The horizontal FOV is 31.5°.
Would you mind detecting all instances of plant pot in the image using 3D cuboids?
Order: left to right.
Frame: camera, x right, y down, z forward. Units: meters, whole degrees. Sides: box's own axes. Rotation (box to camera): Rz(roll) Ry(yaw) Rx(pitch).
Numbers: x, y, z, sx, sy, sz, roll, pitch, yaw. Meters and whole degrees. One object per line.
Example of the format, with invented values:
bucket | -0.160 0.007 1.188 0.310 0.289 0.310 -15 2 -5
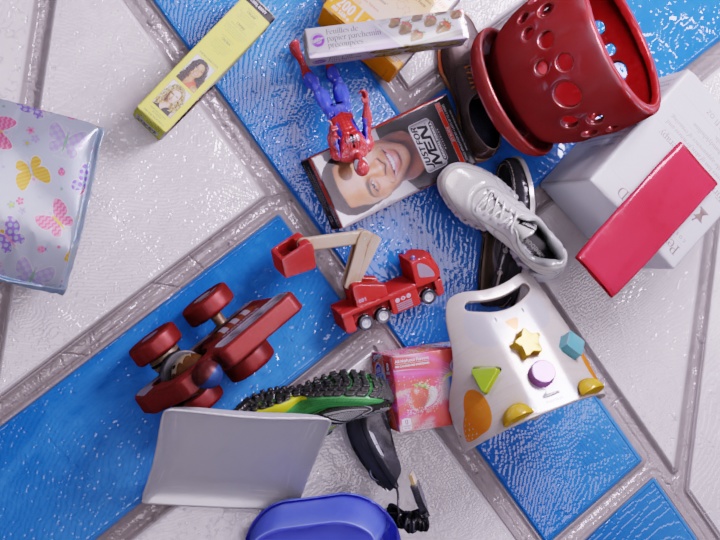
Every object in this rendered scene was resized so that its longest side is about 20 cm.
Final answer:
plant pot | 0.250 -0.247 1.585 0.182 0.200 0.201 -26 99 28

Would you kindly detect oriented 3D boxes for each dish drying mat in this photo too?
dish drying mat | 0.352 -0.063 1.575 0.077 0.018 0.200 45 80 -12

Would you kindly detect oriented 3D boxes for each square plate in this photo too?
square plate | -0.153 0.223 1.538 0.198 0.200 0.028 6 47 -15

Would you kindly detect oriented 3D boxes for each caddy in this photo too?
caddy | -0.049 0.352 1.578 0.200 0.105 0.142 -8 100 7

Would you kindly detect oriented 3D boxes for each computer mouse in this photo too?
computer mouse | 0.027 0.238 1.588 0.046 0.140 0.200 -16 94 -19

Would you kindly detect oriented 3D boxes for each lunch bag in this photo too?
lunch bag | -0.403 -0.084 1.479 0.169 0.127 0.200 12 77 -18

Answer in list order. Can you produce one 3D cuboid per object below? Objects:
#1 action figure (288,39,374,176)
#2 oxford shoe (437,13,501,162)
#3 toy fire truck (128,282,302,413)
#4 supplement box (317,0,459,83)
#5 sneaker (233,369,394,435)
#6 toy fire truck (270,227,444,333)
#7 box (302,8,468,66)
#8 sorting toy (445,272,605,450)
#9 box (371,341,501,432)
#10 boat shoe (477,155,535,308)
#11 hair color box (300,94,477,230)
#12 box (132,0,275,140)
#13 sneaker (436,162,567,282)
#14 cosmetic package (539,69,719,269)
action figure | -0.029 -0.212 1.560 0.065 0.099 0.200 -18 72 -11
oxford shoe | 0.151 -0.244 1.659 0.071 0.073 0.200 -14 90 -15
toy fire truck | -0.174 0.096 1.511 0.200 0.168 0.112 -39 100 -23
supplement box | 0.057 -0.357 1.624 0.126 0.074 0.200 39 80 -2
sneaker | -0.051 0.179 1.585 0.200 0.078 0.085 -14 106 16
toy fire truck | 0.000 0.000 1.611 0.200 0.049 0.141 -22 113 -14
box | 0.030 -0.283 1.556 0.200 0.041 0.039 -9 84 -9
sorting toy | 0.192 0.098 1.575 0.200 0.107 0.180 -19 75 -17
box | 0.123 0.142 1.640 0.200 0.095 0.100 -6 91 -16
boat shoe | 0.185 -0.050 1.673 0.060 0.074 0.200 0 98 -20
hair color box | 0.037 -0.138 1.634 0.200 0.061 0.102 -27 97 -13
box | -0.192 -0.250 1.564 0.050 0.075 0.200 43 80 -9
sneaker | 0.183 -0.066 1.599 0.200 0.081 0.075 39 89 1
cosmetic package | 0.382 -0.127 1.678 0.167 0.166 0.200 45 80 -11
